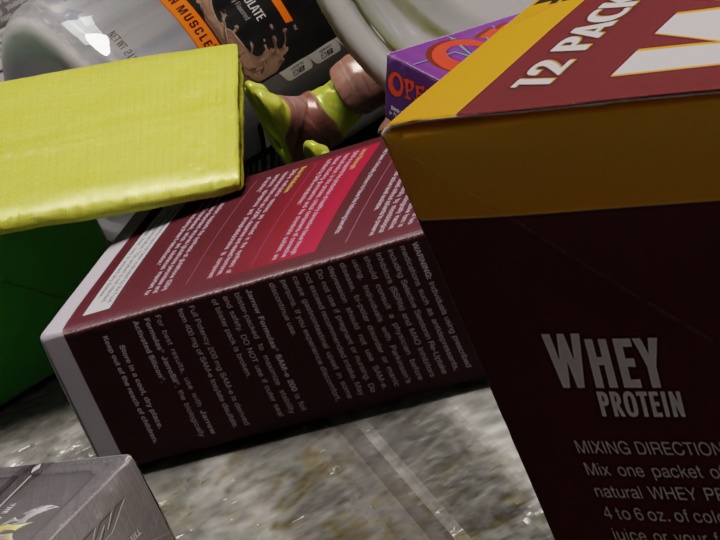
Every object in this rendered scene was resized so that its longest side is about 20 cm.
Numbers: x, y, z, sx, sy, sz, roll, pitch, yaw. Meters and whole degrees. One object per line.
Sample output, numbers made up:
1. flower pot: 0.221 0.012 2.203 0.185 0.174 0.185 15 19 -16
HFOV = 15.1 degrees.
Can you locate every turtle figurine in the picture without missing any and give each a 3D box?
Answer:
1. turtle figurine: 0.036 -0.092 1.097 0.161 0.064 0.200 -33 60 -10

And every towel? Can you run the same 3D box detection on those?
1. towel: -0.141 -0.038 1.027 0.199 0.018 0.086 -10 43 6

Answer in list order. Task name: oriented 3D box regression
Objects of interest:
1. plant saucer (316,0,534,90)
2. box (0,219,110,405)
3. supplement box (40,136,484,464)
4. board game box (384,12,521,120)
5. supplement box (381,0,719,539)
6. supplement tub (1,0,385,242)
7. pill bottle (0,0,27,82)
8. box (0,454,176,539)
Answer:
1. plant saucer: 0.063 -0.139 1.023 0.200 0.201 0.050 -31 5 -18
2. box: -0.220 0.017 1.115 0.200 0.097 0.176 -32 23 -18
3. supplement box: 0.000 0.000 0.954 0.199 0.061 0.109 -16 21 24
4. board game box: 0.122 -0.067 0.916 0.200 0.032 0.120 -20 30 -34
5. supplement box: 0.146 0.020 0.529 0.197 0.200 0.133 -3 28 45
6. supplement tub: -0.044 -0.104 1.178 0.200 0.123 0.122 -34 22 -25
7. pill bottle: -0.168 -0.121 1.246 0.116 0.200 0.116 -22 20 8
8. box: -0.169 0.134 0.825 0.158 0.048 0.200 -8 26 36
